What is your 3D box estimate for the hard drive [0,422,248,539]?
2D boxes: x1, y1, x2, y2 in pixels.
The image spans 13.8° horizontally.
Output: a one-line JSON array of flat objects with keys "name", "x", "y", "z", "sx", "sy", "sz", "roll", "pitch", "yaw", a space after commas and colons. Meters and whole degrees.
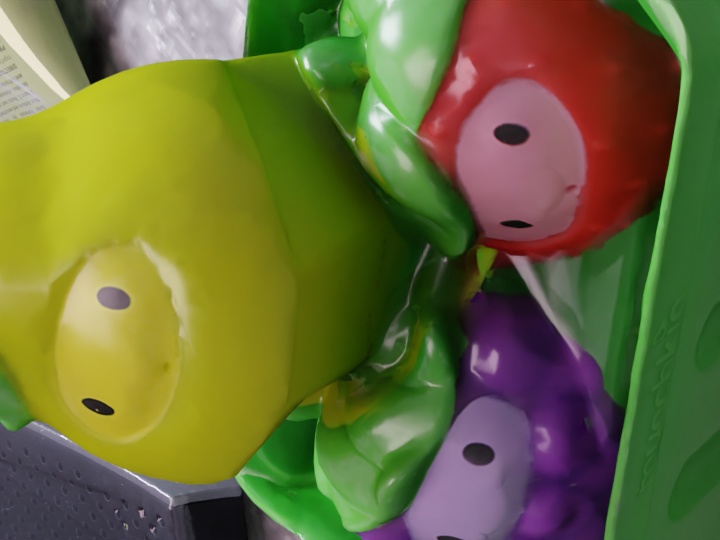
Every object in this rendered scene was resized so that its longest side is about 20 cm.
[{"name": "hard drive", "x": -0.104, "y": 0.099, "z": 0.997, "sx": 0.199, "sy": 0.042, "sz": 0.136, "roll": 16, "pitch": 121, "yaw": 46}]

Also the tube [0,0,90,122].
[{"name": "tube", "x": -0.137, "y": -0.121, "z": 0.923, "sx": 0.058, "sy": 0.052, "sz": 0.201, "roll": -63, "pitch": -51, "yaw": -84}]

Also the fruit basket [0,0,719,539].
[{"name": "fruit basket", "x": 0.000, "y": 0.000, "z": 0.685, "sx": 0.155, "sy": 0.215, "sz": 0.217, "roll": 34, "pitch": 133, "yaw": 36}]
